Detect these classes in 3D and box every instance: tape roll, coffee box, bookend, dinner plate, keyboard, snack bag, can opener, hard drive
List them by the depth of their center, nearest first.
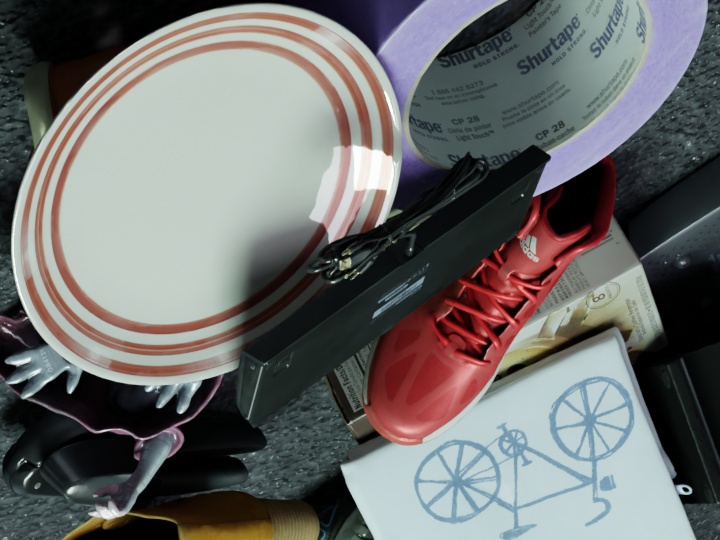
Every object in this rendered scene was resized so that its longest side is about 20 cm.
[{"bbox_3d":[-0.071,-0.035,0.992,0.199,0.024,0.201,-19,130,-24],"label":"dinner plate"},{"bbox_3d":[0.018,-0.005,1.052,0.200,0.021,0.127,-36,161,-28],"label":"keyboard"},{"bbox_3d":[0.067,-0.125,1.078,0.199,0.085,0.201,-20,147,-14],"label":"tape roll"},{"bbox_3d":[-0.132,0.116,1.288,0.063,0.079,0.199,-48,152,22],"label":"can opener"},{"bbox_3d":[0.109,0.160,1.290,0.188,0.201,0.021,-25,-169,-5],"label":"snack bag"},{"bbox_3d":[0.078,0.041,1.316,0.199,0.080,0.113,-29,147,2],"label":"coffee box"},{"bbox_3d":[0.270,-0.042,1.376,0.199,0.043,0.135,-31,147,7],"label":"hard drive"},{"bbox_3d":[0.265,0.075,1.405,0.199,0.093,0.199,-20,179,-14],"label":"bookend"}]

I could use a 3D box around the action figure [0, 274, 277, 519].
[{"bbox_3d":[-0.136,0.039,1.139,0.149,0.134,0.200,-51,-178,-4],"label":"action figure"}]

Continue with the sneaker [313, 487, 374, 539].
[{"bbox_3d":[-0.017,0.179,1.456,0.200,0.082,0.073,-44,139,-10],"label":"sneaker"}]

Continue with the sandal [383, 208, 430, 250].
[{"bbox_3d":[0.001,-0.001,1.188,0.200,0.057,0.080,-31,165,-20],"label":"sandal"}]

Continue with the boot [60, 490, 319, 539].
[{"bbox_3d":[-0.137,0.171,1.299,0.200,0.071,0.143,-21,164,37],"label":"boot"}]

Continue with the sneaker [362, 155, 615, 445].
[{"bbox_3d":[0.071,0.006,1.194,0.201,0.078,0.116,-57,179,-9],"label":"sneaker"}]

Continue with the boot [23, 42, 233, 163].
[{"bbox_3d":[-0.108,-0.051,1.080,0.106,0.076,0.200,-7,150,2],"label":"boot"}]
